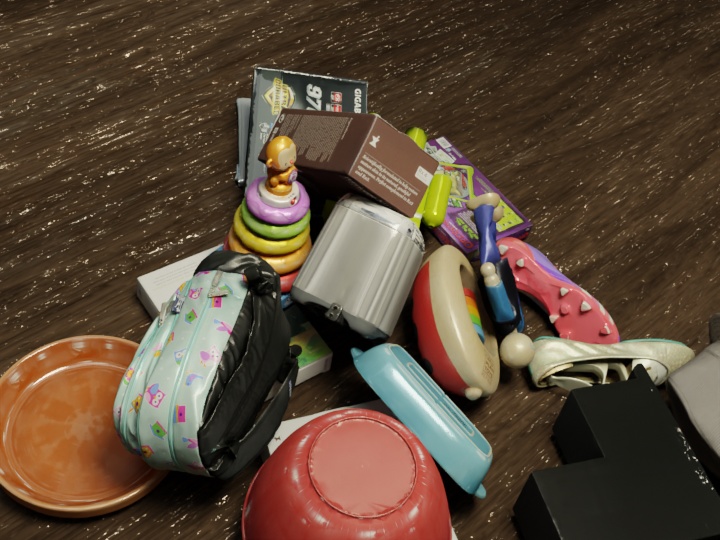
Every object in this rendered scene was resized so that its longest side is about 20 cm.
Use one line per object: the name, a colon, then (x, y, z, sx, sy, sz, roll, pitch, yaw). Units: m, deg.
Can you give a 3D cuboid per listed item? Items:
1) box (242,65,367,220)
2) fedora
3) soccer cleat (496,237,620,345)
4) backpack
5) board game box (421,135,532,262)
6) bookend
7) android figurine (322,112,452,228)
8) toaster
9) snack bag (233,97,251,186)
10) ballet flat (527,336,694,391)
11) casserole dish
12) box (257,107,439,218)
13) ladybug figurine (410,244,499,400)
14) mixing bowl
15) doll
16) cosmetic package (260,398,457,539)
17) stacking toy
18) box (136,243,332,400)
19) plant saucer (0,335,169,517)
box: (-0.071, -0.165, 1.159, 0.157, 0.046, 0.203, 6, 65, -10)
fedora: (0.397, 0.157, 0.953, 0.090, 0.177, 0.202, -27, 83, 2)
soccer cleat: (0.244, 0.028, 1.086, 0.200, 0.067, 0.076, 40, 31, 18)
backpack: (-0.144, 0.100, 0.844, 0.125, 0.168, 0.201, 4, 49, 21)
board game box: (0.125, -0.100, 1.194, 0.119, 0.033, 0.200, -19, 54, -31)
bookend: (0.235, 0.215, 0.896, 0.197, 0.093, 0.200, -7, 49, -16)
android figurine: (0.023, -0.103, 1.105, 0.180, 0.041, 0.202, 19, 63, -4)
toaster: (0.000, 0.000, 0.953, 0.113, 0.200, 0.130, 24, 85, 12)
snack bag: (-0.078, -0.184, 1.229, 0.197, 0.022, 0.190, 2, 49, -10)
ballet flat: (0.289, 0.117, 1.015, 0.197, 0.068, 0.063, 1, 46, 2)
casserole dish: (0.069, 0.143, 0.893, 0.039, 0.121, 0.200, -43, 80, 7)
box: (-0.018, -0.121, 0.964, 0.100, 0.199, 0.076, 31, 81, -34)
ladybug figurine: (0.103, 0.062, 0.993, 0.071, 0.136, 0.202, -24, 42, 19)
mixing bowl: (-0.005, 0.199, 0.781, 0.197, 0.109, 0.202, 5, 47, -5)
doll: (0.159, 0.015, 1.009, 0.048, 0.137, 0.203, -13, 68, 12)
cosmetic package: (-0.002, 0.231, 0.858, 0.149, 0.052, 0.201, -8, 51, -21)
stacking toy: (-0.093, -0.063, 0.951, 0.109, 0.201, 0.116, 36, 48, 19)
box: (-0.144, 0.060, 0.990, 0.143, 0.037, 0.200, -24, 59, -29)
plant saucer: (-0.274, 0.154, 0.881, 0.197, 0.033, 0.202, 7, 47, -7)
